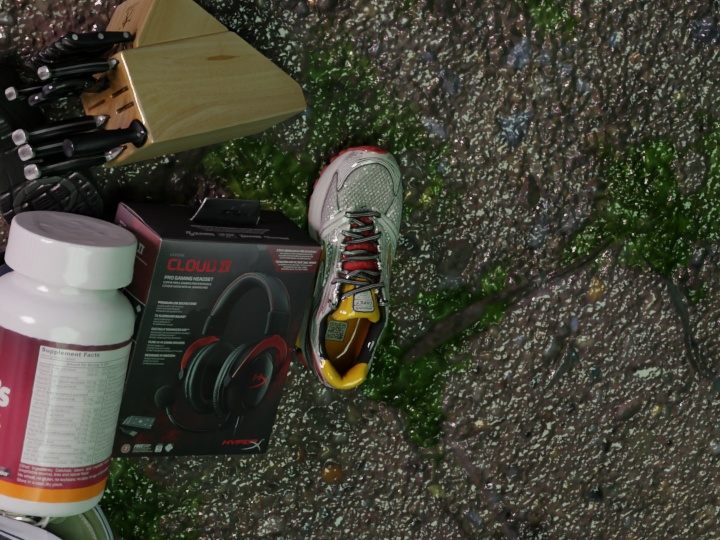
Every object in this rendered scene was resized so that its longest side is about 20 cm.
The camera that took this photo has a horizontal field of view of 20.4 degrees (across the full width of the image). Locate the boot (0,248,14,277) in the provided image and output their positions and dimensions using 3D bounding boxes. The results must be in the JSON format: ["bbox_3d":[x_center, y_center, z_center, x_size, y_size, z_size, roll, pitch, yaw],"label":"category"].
[{"bbox_3d":[-0.315,0.051,1.493,0.199,0.075,0.098,-21,109,-20],"label":"boot"}]

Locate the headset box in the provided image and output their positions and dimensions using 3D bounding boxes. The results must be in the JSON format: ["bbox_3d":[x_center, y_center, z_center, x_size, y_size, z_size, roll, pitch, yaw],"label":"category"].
[{"bbox_3d":[-0.124,0.037,1.519,0.148,0.075,0.202,3,112,-37],"label":"headset box"}]

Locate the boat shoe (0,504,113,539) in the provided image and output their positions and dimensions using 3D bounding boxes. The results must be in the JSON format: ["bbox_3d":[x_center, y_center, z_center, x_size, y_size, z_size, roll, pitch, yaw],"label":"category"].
[{"bbox_3d":[-0.265,0.178,1.561,0.072,0.062,0.200,-40,118,2],"label":"boat shoe"}]

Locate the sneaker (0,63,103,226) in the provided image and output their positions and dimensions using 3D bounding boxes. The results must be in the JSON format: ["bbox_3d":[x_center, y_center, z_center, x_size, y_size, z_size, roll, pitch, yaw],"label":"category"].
[{"bbox_3d":[-0.249,-0.099,1.440,0.075,0.091,0.200,-22,142,13],"label":"sneaker"}]

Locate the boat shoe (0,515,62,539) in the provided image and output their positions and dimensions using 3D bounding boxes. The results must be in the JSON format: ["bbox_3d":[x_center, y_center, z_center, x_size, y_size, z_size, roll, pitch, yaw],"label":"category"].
[{"bbox_3d":[-0.299,0.232,1.523,0.199,0.091,0.071,26,140,-2],"label":"boat shoe"}]

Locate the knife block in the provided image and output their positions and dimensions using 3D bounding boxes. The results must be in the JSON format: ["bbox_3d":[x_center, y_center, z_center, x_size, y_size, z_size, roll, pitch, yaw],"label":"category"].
[{"bbox_3d":[-0.149,-0.107,1.420,0.200,0.064,0.177,36,56,-28],"label":"knife block"}]

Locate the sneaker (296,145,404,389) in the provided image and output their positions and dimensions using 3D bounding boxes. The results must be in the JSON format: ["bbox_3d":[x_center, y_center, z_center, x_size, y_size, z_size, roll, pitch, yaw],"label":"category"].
[{"bbox_3d":[0.000,0.000,1.558,0.077,0.082,0.202,1,112,-18],"label":"sneaker"}]

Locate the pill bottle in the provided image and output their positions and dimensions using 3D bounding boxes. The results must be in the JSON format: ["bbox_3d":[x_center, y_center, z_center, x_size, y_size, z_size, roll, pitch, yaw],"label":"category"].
[{"bbox_3d":[-0.222,0.066,1.436,0.109,0.110,0.202,6,105,-20],"label":"pill bottle"}]
